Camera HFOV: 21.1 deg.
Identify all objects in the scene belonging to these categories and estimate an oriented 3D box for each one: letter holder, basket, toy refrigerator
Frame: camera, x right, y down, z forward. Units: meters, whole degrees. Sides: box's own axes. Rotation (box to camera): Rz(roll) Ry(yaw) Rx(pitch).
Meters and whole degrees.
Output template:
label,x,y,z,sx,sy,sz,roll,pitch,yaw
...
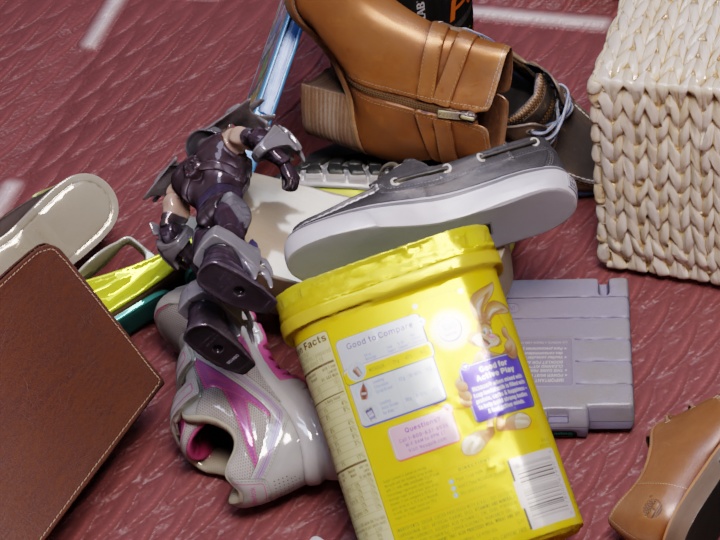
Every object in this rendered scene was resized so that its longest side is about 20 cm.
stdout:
label,x,y,z,sx,sy,sz,roll,pitch,yaw
letter holder,-0.249,0.095,1.270,0.100,0.142,0.200,-11,34,43
basket,0.266,-0.119,1.402,0.160,0.199,0.200,9,47,19
toy refrigerator,0.000,0.000,1.347,0.199,0.070,0.076,14,66,15

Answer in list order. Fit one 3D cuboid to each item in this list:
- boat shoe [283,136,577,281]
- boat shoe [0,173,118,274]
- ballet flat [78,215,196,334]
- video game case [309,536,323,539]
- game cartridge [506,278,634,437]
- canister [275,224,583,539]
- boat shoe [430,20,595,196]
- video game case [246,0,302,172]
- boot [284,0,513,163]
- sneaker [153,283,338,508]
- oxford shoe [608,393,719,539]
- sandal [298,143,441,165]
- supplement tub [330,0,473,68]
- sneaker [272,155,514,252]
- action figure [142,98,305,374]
label,x,y,z,sx,sy,sz,roll,pitch,yaw
boat shoe,0.042,-0.046,1.288,0.199,0.070,0.066,-16,56,-1
boat shoe,-0.269,-0.001,1.449,0.200,0.072,0.059,-40,11,-13
ballet flat,-0.142,-0.003,1.425,0.199,0.067,0.067,-25,68,-14
video game case,-0.015,0.277,1.126,0.200,0.024,0.182,32,72,34
game cartridge,0.090,0.061,1.358,0.199,0.038,0.130,-1,48,7
canister,0.044,0.091,1.227,0.148,0.087,0.201,-19,78,2
boat shoe,0.119,-0.117,1.443,0.199,0.072,0.073,28,79,-17
video game case,-0.066,-0.153,1.463,0.018,0.143,0.201,19,84,-7
boot,0.032,-0.167,1.364,0.154,0.201,0.074,13,40,24
sneaker,-0.096,0.084,1.325,0.088,0.082,0.200,-26,47,-21
oxford shoe,0.230,0.105,1.271,0.071,0.072,0.200,21,52,33
sandal,0.047,-0.089,1.493,0.199,0.076,0.043,-28,45,-6
supplement tub,0.028,-0.232,1.545,0.122,0.201,0.123,-4,45,4
sneaker,0.023,-0.035,1.424,0.199,0.091,0.078,5,13,7
action figure,-0.091,-0.031,1.275,0.069,0.130,0.201,23,35,-24
